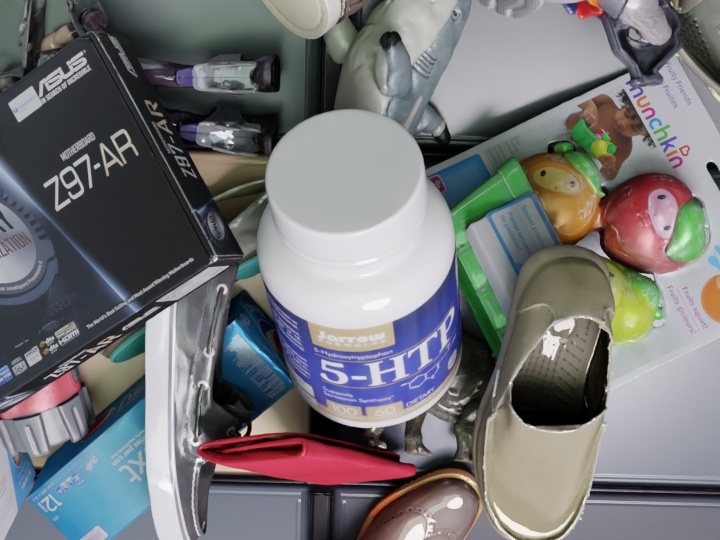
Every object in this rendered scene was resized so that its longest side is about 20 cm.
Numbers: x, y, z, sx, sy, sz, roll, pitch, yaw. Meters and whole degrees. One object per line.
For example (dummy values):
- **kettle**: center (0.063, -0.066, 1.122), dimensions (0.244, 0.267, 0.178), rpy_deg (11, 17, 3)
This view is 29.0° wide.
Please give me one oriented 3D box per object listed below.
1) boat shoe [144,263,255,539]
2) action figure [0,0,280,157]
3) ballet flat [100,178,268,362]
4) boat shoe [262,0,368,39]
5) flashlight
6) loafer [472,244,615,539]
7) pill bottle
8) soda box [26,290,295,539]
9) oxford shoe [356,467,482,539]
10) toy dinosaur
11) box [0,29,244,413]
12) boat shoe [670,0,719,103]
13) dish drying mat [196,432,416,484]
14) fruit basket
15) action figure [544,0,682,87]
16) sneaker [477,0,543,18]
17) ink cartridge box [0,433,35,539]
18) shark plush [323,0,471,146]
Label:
- **boat shoe**: center (-0.100, 0.085, 0.898), dimensions (0.066, 0.070, 0.201), rpy_deg (1, 99, 3)
- **action figure**: center (-0.152, -0.115, 0.899), dimensions (0.199, 0.069, 0.131), rpy_deg (3, 114, 2)
- **ballet flat**: center (-0.101, -0.011, 0.945), dimensions (0.200, 0.067, 0.064), rpy_deg (-31, 78, 10)
- **boat shoe**: center (-0.065, -0.238, 0.861), dimensions (0.059, 0.072, 0.200), rpy_deg (-38, 92, -32)
- **flashlight**: center (-0.241, 0.025, 0.948), dimensions (0.068, 0.068, 0.201), rpy_deg (-3, 111, 41)
- **loafer**: center (0.108, 0.085, 0.825), dimensions (0.075, 0.068, 0.201), rpy_deg (4, 114, 1)
- **pill bottle**: center (0.000, 0.000, 0.850), dimensions (0.119, 0.120, 0.200), rpy_deg (-8, 146, 2)
- **soda box**: center (-0.135, 0.107, 0.972), dimensions (0.200, 0.068, 0.064), rpy_deg (-40, 103, 12)
- **oxford shoe**: center (0.018, 0.227, 1.011), dimensions (0.071, 0.073, 0.200), rpy_deg (39, 104, -12)
- **toy dinosaur**: center (0.055, 0.079, 0.971), dimensions (0.199, 0.077, 0.103), rpy_deg (8, 81, 7)
- **box**: center (-0.193, -0.026, 0.854), dimensions (0.200, 0.044, 0.161), rpy_deg (-31, 82, 16)
- **boat shoe**: center (0.214, -0.176, 0.884), dimensions (0.072, 0.060, 0.202), rpy_deg (-39, 105, 12)
- **dish drying mat**: center (-0.030, 0.125, 0.920), dimensions (0.077, 0.200, 0.018), rpy_deg (-10, 76, 19)
- **fruit basket**: center (0.157, -0.024, 0.892), dimensions (0.199, 0.094, 0.186), rpy_deg (-26, 76, 2)
- **action figure**: center (0.172, -0.221, 0.805), dimensions (0.193, 0.105, 0.201), rpy_deg (-26, 88, 0)
- **sneaker**: center (0.047, -0.245, 0.868), dimensions (0.200, 0.075, 0.082), rpy_deg (39, 67, -6)
- **ink cartridge box**: center (-0.296, 0.085, 0.939), dimensions (0.066, 0.116, 0.201), rpy_deg (-16, 107, 6)
- **shark plush**: center (0.031, -0.092, 0.911), dimensions (0.083, 0.091, 0.201), rpy_deg (-9, 106, -29)
